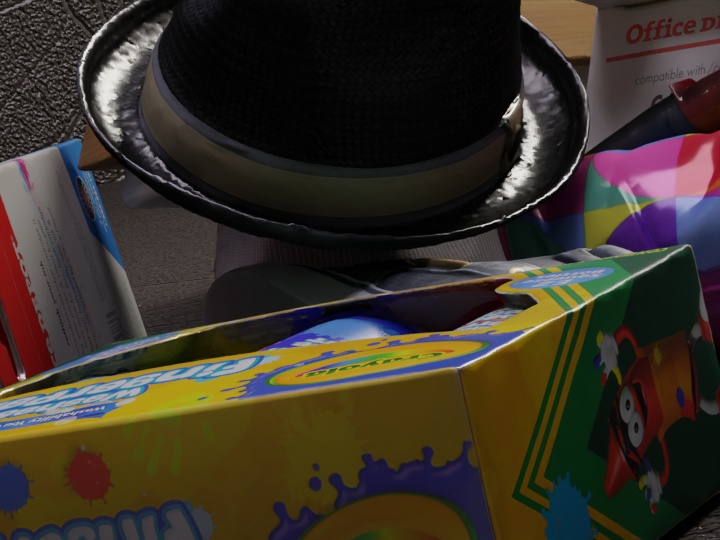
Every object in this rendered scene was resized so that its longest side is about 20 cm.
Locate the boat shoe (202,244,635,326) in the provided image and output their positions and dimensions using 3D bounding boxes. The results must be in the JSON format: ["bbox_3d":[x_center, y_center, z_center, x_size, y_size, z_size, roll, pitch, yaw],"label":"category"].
[{"bbox_3d":[0.028,0.029,0.993,0.091,0.071,0.200,-13,11,-31],"label":"boat shoe"}]

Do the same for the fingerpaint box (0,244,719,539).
[{"bbox_3d":[-0.021,0.054,0.791,0.199,0.074,0.167,-10,6,28],"label":"fingerpaint box"}]

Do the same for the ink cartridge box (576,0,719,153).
[{"bbox_3d":[0.167,-0.064,1.145,0.200,0.068,0.116,19,-17,-39],"label":"ink cartridge box"}]

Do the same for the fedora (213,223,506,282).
[{"bbox_3d":[0.000,0.000,1.175,0.176,0.091,0.200,-11,6,18],"label":"fedora"}]

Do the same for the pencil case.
[{"bbox_3d":[0.149,-0.015,1.040,0.199,0.089,0.088,-12,6,23],"label":"pencil case"}]

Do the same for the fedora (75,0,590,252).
[{"bbox_3d":[-0.004,-0.091,1.030,0.200,0.092,0.201,8,32,-5],"label":"fedora"}]

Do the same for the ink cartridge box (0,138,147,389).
[{"bbox_3d":[-0.147,0.020,1.166,0.067,0.117,0.200,-17,4,11],"label":"ink cartridge box"}]

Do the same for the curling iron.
[{"bbox_3d":[0.119,-0.064,1.066,0.049,0.026,0.200,14,-26,-25],"label":"curling iron"}]

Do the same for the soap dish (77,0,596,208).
[{"bbox_3d":[0.001,-0.083,1.233,0.200,0.081,0.157,-6,-9,-40],"label":"soap dish"}]
